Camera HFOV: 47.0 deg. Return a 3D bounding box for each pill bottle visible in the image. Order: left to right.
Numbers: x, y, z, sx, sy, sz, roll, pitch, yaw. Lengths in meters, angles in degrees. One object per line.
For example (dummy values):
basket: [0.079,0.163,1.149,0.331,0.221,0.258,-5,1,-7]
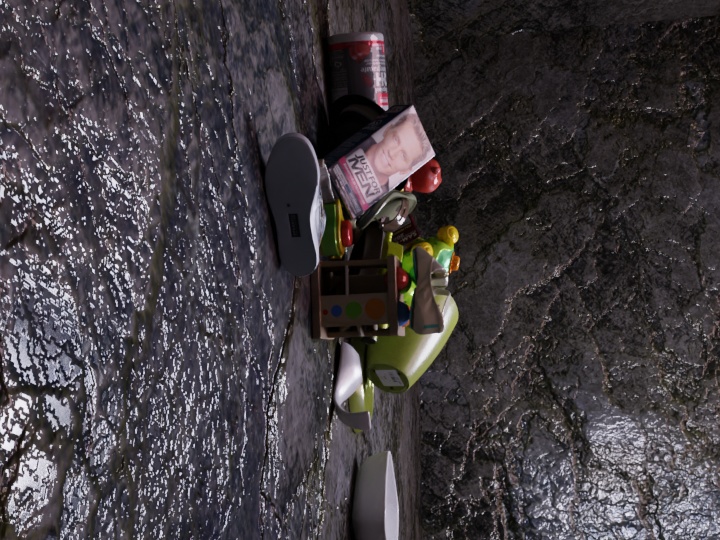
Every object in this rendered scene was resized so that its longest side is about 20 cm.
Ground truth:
pill bottle: [-0.003,-0.345,1.575,0.111,0.109,0.204,-56,142,-77]

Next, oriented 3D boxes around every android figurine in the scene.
android figurine: [0.036,0.028,1.533,0.182,0.040,0.203,131,-30,-65]

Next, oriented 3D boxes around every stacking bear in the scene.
stacking bear: [0.072,-0.200,1.742,0.122,0.196,0.116,69,20,-65]

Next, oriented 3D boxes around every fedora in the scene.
fedora: [-0.005,-0.209,1.489,0.091,0.199,0.203,-41,138,-35]

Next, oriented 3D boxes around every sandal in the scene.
sandal: [0.060,-0.103,1.485,0.058,0.080,0.200,53,28,11]

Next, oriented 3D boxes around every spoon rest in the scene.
spoon rest: [-0.023,0.209,1.495,0.201,0.060,0.101,-105,-173,-59]

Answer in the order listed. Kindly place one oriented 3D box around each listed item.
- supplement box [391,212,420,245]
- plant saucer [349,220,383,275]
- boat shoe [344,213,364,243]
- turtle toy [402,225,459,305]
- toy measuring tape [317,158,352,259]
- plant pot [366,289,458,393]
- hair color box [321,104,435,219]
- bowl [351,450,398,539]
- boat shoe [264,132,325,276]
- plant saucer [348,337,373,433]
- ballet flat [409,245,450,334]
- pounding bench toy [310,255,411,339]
supplement box: [0.048,-0.146,1.639,0.202,0.060,0.109,63,4,-3]
plant saucer: [0.000,0.000,1.556,0.200,0.032,0.204,-167,-90,-80]
boat shoe: [-0.033,-0.112,1.472,0.067,0.073,0.202,-55,155,-38]
turtle toy: [0.114,-0.003,1.627,0.145,0.199,0.102,-19,-79,57]
toy measuring tape: [-0.052,-0.081,1.298,0.201,0.072,0.074,78,13,-50]
plant pot: [0.087,0.144,1.702,0.189,0.184,0.201,79,27,-43]
hair color box: [0.023,-0.182,1.379,0.060,0.199,0.101,12,-43,56]
bowl: [0.031,0.488,1.667,0.201,0.073,0.202,-80,165,-53]
boat shoe: [-0.084,-0.100,1.100,0.091,0.070,0.203,-82,174,-57]
plant saucer: [0.004,0.234,1.715,0.200,0.030,0.204,-3,90,-83]
ballet flat: [0.114,0.030,1.347,0.201,0.068,0.070,-83,167,-50]
pounding bench toy: [0.012,0.050,1.393,0.200,0.153,0.127,33,54,-80]
